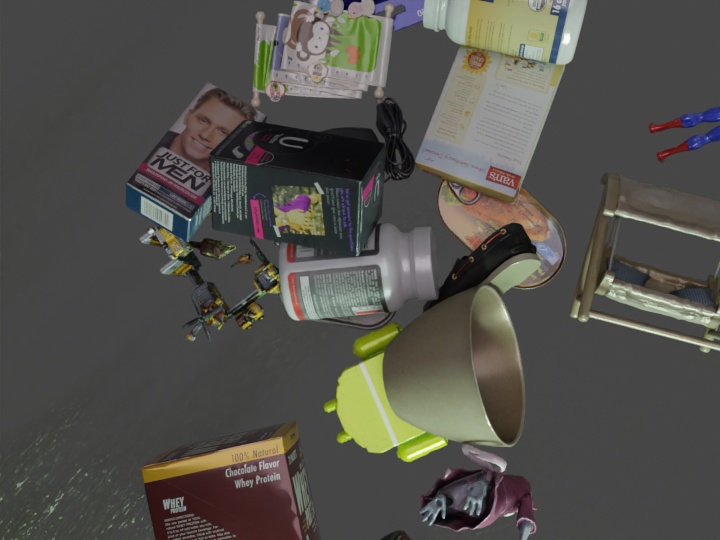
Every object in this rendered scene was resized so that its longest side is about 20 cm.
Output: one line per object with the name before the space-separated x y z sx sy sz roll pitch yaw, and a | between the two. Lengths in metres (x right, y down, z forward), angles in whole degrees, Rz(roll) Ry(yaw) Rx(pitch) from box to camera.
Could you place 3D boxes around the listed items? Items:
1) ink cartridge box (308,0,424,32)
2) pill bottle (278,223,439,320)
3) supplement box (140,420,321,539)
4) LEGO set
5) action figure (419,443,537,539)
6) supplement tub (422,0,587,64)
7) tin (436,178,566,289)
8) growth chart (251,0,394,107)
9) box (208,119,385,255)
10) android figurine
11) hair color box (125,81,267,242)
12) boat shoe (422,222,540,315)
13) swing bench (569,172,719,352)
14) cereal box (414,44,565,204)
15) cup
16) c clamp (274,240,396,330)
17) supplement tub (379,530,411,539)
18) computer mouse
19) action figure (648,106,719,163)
ink cartridge box | 0.014 -0.424 1.429 0.197 0.041 0.203 -19 89 5
pill bottle | 0.000 0.000 1.371 0.197 0.116 0.118 -5 90 9
supplement box | -0.165 0.329 1.405 0.194 0.133 0.203 -13 90 5
LEGO set | -0.199 -0.017 1.405 0.152 0.116 0.202 -28 82 8
action figure | 0.166 0.286 1.360 0.133 0.199 0.151 21 99 41
supplement tub | 0.188 -0.352 1.337 0.197 0.144 0.147 13 92 7
tin | 0.189 -0.062 1.418 0.200 0.042 0.112 45 90 4
growth chart | -0.052 -0.297 1.415 0.197 0.018 0.147 -2 96 -1
box | -0.078 -0.107 1.318 0.197 0.123 0.107 11 122 12
android figurine | 0.048 0.169 1.429 0.198 0.041 0.184 -26 89 2
hair color box | -0.217 -0.147 1.394 0.099 0.061 0.201 29 59 3
boat shoe | 0.152 0.012 1.383 0.201 0.073 0.064 -41 56 37
swing bench | 0.392 -0.012 1.353 0.196 0.130 0.203 14 91 5
cereal box | 0.172 -0.206 1.393 0.142 0.040 0.202 21 82 11
cup | 0.111 0.130 1.331 0.141 0.200 0.203 -12 89 23
c clamp | -0.035 -0.010 1.444 0.197 0.027 0.173 16 92 5
supplement tub | 0.074 0.457 1.397 0.106 0.107 0.201 -36 87 4
computer mouse | -0.033 -0.159 1.408 0.197 0.053 0.140 -19 54 12
action figure | 0.490 -0.200 1.382 0.198 0.099 0.066 -15 92 28
